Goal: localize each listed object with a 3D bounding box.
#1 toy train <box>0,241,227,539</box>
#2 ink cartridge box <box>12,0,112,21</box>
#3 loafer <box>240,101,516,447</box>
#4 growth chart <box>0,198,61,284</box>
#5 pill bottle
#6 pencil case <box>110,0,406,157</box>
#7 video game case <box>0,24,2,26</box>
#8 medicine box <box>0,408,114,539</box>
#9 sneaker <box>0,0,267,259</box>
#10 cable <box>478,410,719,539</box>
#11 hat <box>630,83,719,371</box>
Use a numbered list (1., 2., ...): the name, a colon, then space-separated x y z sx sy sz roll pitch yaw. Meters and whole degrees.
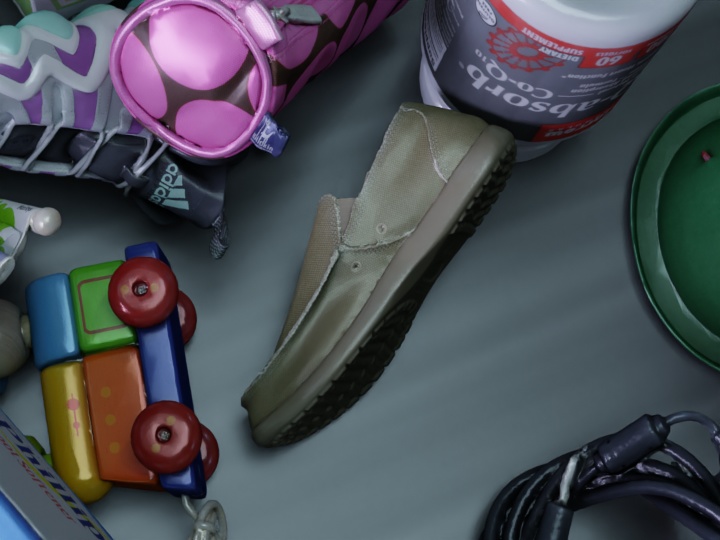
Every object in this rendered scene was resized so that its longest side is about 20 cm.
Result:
1. toy train: -0.128 0.096 0.812 0.114 0.085 0.202 -11 77 0
2. ink cartridge box: -0.130 -0.175 0.815 0.103 0.200 0.060 -32 81 -14
3. loafer: 0.000 0.000 0.847 0.067 0.076 0.201 37 88 16
4. growth chart: -0.221 0.032 0.776 0.200 0.144 0.018 -48 118 -24
5. pill bottle: 0.093 -0.131 0.836 0.115 0.200 0.117 2 74 -7
6. pencil case: -0.034 -0.129 0.818 0.091 0.094 0.200 44 37 -5
7. video game case: -0.279 -0.113 0.874 0.200 0.019 0.143 40 74 2
8. medicine box: -0.190 0.187 0.736 0.200 0.103 0.182 -43 84 3
9. sneaker: -0.116 -0.059 0.822 0.199 0.078 0.140 -30 82 -41
10. cable: 0.130 0.174 0.800 0.162 0.051 0.202 -22 64 15
11. hat: 0.238 -0.031 0.842 0.164 0.176 0.202 -2 76 -8
